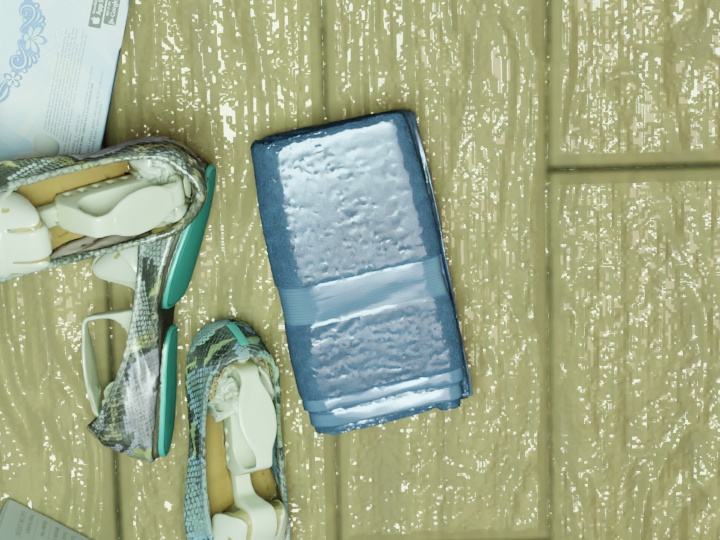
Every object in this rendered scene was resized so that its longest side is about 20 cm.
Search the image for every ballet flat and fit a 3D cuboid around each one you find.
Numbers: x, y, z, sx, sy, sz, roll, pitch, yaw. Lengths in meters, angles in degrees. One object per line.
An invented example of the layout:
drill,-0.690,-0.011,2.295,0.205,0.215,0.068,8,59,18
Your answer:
ballet flat,-0.076,0.133,1.775,0.074,0.074,0.201,-7,105,0
ballet flat,-0.181,-0.033,1.643,0.200,0.072,0.072,-16,105,-19
ballet flat,-0.140,0.022,1.752,0.072,0.072,0.201,10,102,-4

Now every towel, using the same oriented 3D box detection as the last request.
towel,0.000,0.000,1.760,0.111,0.049,0.201,-11,105,1

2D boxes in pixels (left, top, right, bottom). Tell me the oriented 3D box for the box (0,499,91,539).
box,-0.220,0.283,1.746,0.130,0.200,0.199,28,101,-7

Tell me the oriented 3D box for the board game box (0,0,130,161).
board game box,-0.251,-0.127,1.723,0.198,0.043,0.201,11,104,-5
